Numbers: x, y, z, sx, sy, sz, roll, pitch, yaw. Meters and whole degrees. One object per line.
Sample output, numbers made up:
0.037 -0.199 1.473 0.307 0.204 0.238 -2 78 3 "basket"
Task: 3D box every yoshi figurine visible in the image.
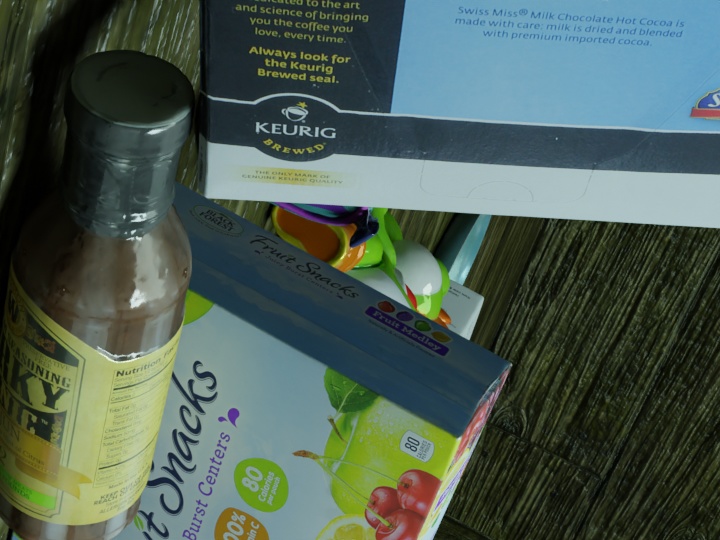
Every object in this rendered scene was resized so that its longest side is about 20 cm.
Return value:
-0.014 -0.003 0.973 0.200 0.112 0.113 8 68 -66 "yoshi figurine"

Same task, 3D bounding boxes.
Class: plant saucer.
0.093 0.008 1.751 0.201 0.027 0.200 -62 170 -19 "plant saucer"

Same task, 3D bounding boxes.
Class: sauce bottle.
-0.094 0.014 0.561 0.065 0.064 0.201 -54 164 -49 "sauce bottle"

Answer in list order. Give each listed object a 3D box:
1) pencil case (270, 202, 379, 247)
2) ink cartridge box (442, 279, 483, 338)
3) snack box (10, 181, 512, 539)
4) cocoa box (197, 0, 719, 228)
0.011 -0.115 0.729 0.092 0.085 0.201 -14 -138 56 "pencil case"
0.029 0.114 1.487 0.200 0.083 0.147 -55 167 -43 "ink cartridge box"
-0.051 0.088 0.668 0.068 0.168 0.201 -46 161 -55 "snack box"
0.050 -0.106 0.508 0.132 0.198 0.134 98 -5 -57 "cocoa box"
